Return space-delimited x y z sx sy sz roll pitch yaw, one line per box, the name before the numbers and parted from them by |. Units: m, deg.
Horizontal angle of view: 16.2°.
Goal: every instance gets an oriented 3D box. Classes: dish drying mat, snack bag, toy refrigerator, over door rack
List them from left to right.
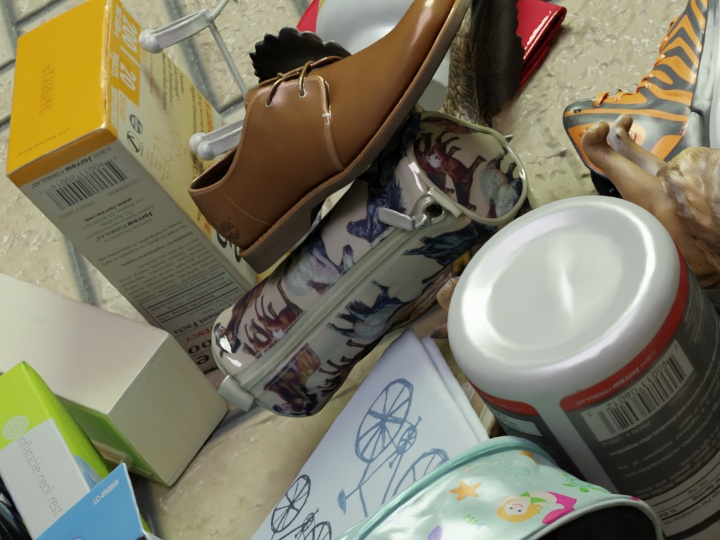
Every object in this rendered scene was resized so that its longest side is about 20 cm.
toy refrigerator | -0.181 0.063 1.542 0.200 0.076 0.070 16 62 43
over door rack | -0.065 -0.091 1.499 0.067 0.148 0.200 -24 10 16
snack bag | -0.007 0.140 1.307 0.200 0.021 0.189 -54 21 9
dish drying mat | 0.041 -0.156 1.646 0.200 0.018 0.077 17 65 42

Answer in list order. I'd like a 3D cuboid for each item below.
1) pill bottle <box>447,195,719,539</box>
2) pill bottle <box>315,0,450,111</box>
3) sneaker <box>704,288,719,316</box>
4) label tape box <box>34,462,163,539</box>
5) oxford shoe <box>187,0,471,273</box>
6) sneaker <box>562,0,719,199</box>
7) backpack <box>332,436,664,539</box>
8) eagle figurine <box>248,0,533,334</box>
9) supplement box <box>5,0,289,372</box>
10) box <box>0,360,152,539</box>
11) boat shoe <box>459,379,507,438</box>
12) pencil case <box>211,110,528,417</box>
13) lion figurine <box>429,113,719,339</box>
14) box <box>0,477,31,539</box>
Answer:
pill bottle | 0.132 0.067 1.221 0.116 0.200 0.116 -19 44 19
pill bottle | 0.031 -0.170 1.568 0.112 0.112 0.200 -14 48 24
sneaker | 0.224 -0.018 1.337 0.200 0.075 0.082 -19 44 19
label tape box | -0.106 0.217 1.255 0.143 0.066 0.200 -41 58 33
oxford shoe | -0.019 -0.083 1.325 0.200 0.071 0.071 -45 10 27
sneaker | 0.174 -0.110 1.462 0.112 0.078 0.200 -11 45 25
backpack | 0.055 0.176 1.143 0.177 0.200 0.151 -30 43 -30
eagle figurine | 0.046 -0.088 1.424 0.151 0.200 0.152 -7 29 40
supplement box | -0.121 -0.051 1.513 0.073 0.200 0.126 -24 42 20
box | -0.144 0.150 1.394 0.048 0.122 0.200 -34 39 -2
boat shoe | 0.054 0.097 1.345 0.066 0.074 0.200 9 56 34
pencil case | 0.000 0.000 1.365 0.200 0.078 0.089 -46 -8 33
lion figurine | 0.136 0.001 1.294 0.122 0.072 0.200 46 109 13
box | -0.262 0.200 1.421 0.200 0.132 0.115 -36 36 0
